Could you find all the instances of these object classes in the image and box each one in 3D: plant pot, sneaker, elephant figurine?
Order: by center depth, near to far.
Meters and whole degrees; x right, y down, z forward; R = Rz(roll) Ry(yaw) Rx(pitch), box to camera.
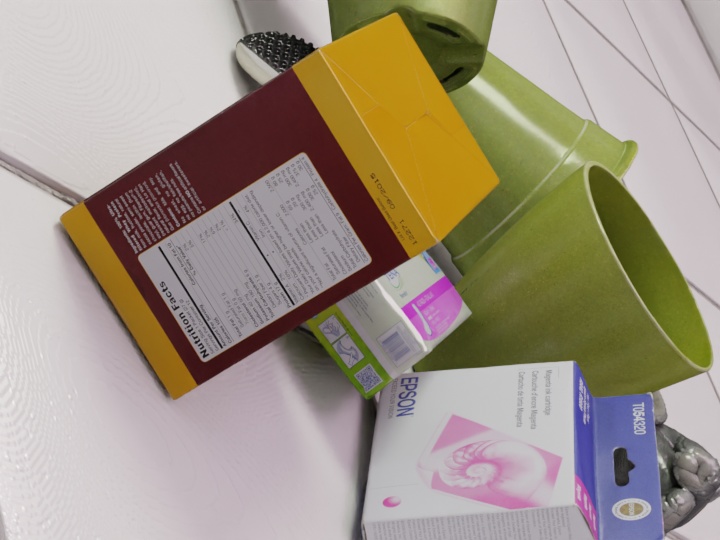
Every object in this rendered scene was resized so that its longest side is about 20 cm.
[{"bbox_3d":[0.145,0.043,1.664,0.187,0.200,0.187,49,22,-27],"label":"plant pot"},{"bbox_3d":[-0.033,-0.108,1.665,0.200,0.094,0.070,37,32,19],"label":"sneaker"},{"bbox_3d":[0.043,-0.250,1.713,0.200,0.199,0.191,37,47,-46],"label":"plant pot"},{"bbox_3d":[0.215,0.142,1.825,0.200,0.141,0.155,47,-13,15],"label":"elephant figurine"},{"bbox_3d":[0.105,-0.104,1.825,0.190,0.200,0.200,45,21,-6],"label":"plant pot"}]

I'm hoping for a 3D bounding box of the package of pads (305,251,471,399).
[{"bbox_3d":[0.000,0.000,1.529,0.155,0.068,0.200,53,13,1],"label":"package of pads"}]

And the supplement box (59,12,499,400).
[{"bbox_3d":[-0.045,-0.045,1.322,0.133,0.200,0.197,58,19,-4],"label":"supplement box"}]

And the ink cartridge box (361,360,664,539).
[{"bbox_3d":[0.107,0.127,1.459,0.197,0.199,0.043,-81,163,-63],"label":"ink cartridge box"}]
